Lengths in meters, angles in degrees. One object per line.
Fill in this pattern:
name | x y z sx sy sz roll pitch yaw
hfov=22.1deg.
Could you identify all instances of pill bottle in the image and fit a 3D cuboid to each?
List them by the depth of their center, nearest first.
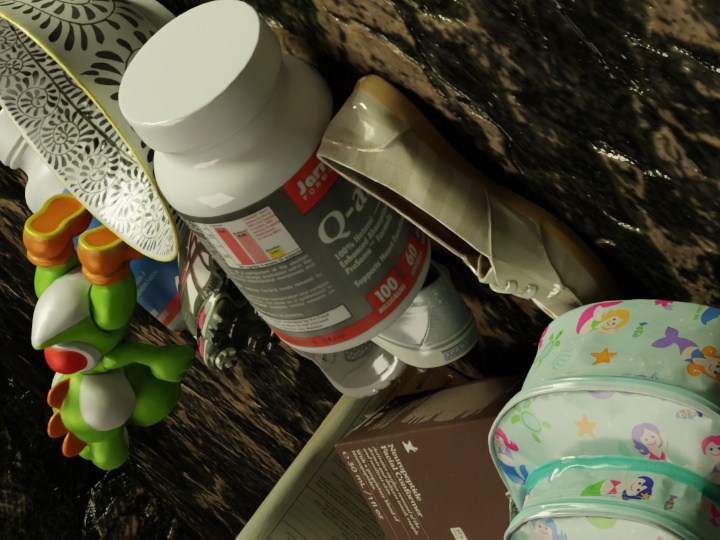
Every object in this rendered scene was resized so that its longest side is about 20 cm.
pill bottle | -0.049 -0.053 1.077 0.115 0.116 0.200 22 157 46
pill bottle | -0.174 -0.058 1.350 0.200 0.112 0.112 40 164 -2

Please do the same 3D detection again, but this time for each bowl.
bowl | -0.150 -0.112 1.163 0.201 0.094 0.201 42 161 17

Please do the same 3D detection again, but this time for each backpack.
backpack | 0.162 0.118 0.982 0.176 0.151 0.201 -1 123 36

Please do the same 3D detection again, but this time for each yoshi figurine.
yoshi figurine | -0.175 0.043 1.311 0.113 0.111 0.201 -107 14 -57

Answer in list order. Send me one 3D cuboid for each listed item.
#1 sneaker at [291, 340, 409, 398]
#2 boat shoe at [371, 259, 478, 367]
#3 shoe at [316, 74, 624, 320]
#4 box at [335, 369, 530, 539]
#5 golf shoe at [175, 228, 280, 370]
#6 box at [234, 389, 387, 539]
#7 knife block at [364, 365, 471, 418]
sneaker | -0.024 0.034 1.325 0.082 0.075 0.200 46 164 -27
boat shoe | 0.000 0.001 1.224 0.200 0.070 0.072 22 139 47
shoe | 0.061 -0.024 1.021 0.200 0.053 0.070 41 164 -3
box | 0.082 0.131 1.231 0.199 0.075 0.101 -18 104 52
golf shoe | -0.088 -0.027 1.214 0.088 0.077 0.201 49 138 34
box | -0.011 0.176 1.452 0.095 0.200 0.078 41 164 -6
knife block | 0.113 0.165 1.390 0.199 0.064 0.176 29 160 32
